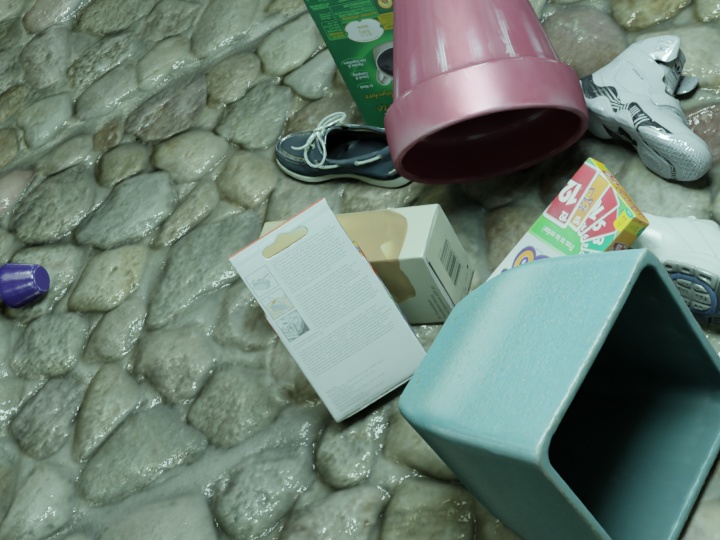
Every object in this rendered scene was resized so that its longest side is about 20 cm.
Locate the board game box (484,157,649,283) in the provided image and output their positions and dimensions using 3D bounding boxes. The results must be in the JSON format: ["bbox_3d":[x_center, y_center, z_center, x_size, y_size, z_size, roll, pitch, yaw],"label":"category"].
[{"bbox_3d":[0.172,0.001,1.203,0.200,0.030,0.096,-54,36,23],"label":"board game box"}]

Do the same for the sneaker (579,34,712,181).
[{"bbox_3d":[0.300,-0.169,1.307,0.115,0.075,0.200,-42,39,-5],"label":"sneaker"}]

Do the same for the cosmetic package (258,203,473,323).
[{"bbox_3d":[0.000,0.000,1.317,0.200,0.105,0.071,-6,47,29],"label":"cosmetic package"}]

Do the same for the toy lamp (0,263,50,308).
[{"bbox_3d":[-0.471,0.031,1.615,0.200,0.058,0.058,-14,45,21],"label":"toy lamp"}]

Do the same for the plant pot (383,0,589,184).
[{"bbox_3d":[0.113,-0.204,1.321,0.200,0.200,0.179,-16,74,18],"label":"plant pot"}]

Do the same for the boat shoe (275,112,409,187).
[{"bbox_3d":[-0.025,-0.137,1.490,0.200,0.062,0.075,15,63,41],"label":"boat shoe"}]

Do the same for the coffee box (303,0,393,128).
[{"bbox_3d":[0.029,-0.248,1.457,0.123,0.200,0.044,-6,42,29],"label":"coffee box"}]

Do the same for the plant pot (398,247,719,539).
[{"bbox_3d":[0.151,0.111,1.064,0.200,0.196,0.196,4,53,46],"label":"plant pot"}]

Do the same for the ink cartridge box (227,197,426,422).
[{"bbox_3d":[-0.030,0.033,1.229,0.109,0.200,0.050,-32,22,2],"label":"ink cartridge box"}]

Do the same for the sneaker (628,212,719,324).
[{"bbox_3d":[0.277,-0.016,1.198,0.087,0.075,0.200,-34,41,-27],"label":"sneaker"}]
